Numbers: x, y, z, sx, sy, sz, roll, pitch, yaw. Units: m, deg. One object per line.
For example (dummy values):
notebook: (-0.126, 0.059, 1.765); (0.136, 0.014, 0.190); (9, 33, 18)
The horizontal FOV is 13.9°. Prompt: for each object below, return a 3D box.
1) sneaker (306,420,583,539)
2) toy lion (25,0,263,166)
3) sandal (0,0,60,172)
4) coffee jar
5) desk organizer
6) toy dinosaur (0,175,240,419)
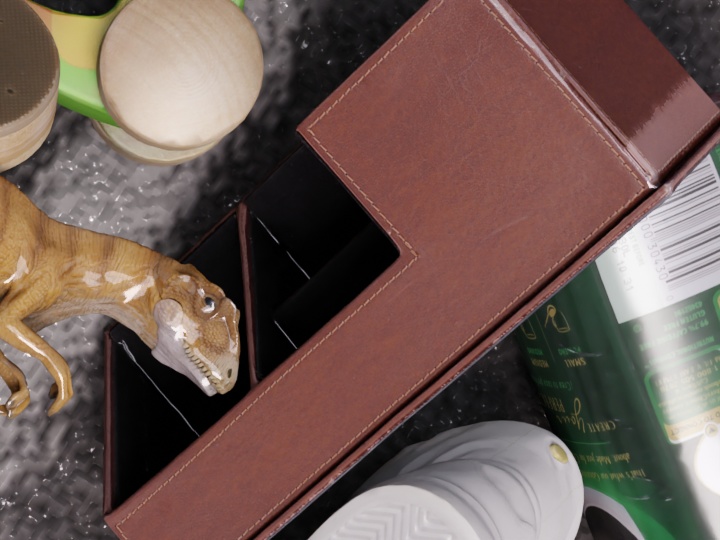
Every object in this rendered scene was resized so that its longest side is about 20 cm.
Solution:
sneaker: (-0.016, 0.118, 0.854); (0.200, 0.116, 0.074); (-39, 84, 25)
toy lion: (-0.074, -0.158, 0.845); (0.191, 0.069, 0.200); (33, 83, -6)
sandal: (-0.169, -0.084, 0.811); (0.212, 0.070, 0.078); (40, 56, 17)
coffee jar: (0.106, 0.052, 0.871); (0.085, 0.104, 0.201); (-22, 97, -13)
desk organizer: (0.000, 0.000, 0.800); (0.077, 0.072, 0.200); (48, 119, 1)
toy dinosaur: (-0.123, -0.013, 0.743); (0.200, 0.060, 0.106); (31, 93, -29)
